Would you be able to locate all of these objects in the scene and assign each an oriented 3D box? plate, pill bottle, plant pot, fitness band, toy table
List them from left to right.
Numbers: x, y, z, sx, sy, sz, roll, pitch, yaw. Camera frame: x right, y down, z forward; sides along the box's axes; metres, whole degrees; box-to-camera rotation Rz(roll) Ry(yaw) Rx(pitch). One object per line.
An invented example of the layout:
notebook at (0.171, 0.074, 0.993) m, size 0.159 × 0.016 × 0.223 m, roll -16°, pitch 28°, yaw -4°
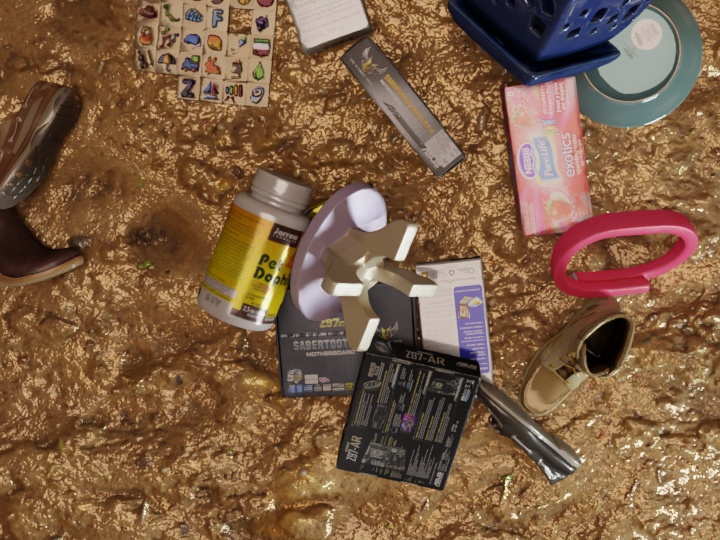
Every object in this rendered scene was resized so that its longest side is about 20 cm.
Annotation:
pill bottle at (-0.134, -0.029, 1.309) m, size 0.109 × 0.109 × 0.200 m, roll 22°, pitch 98°, yaw 2°
toy table at (0.000, 0.000, 1.284) m, size 0.117 × 0.184 × 0.200 m, roll 40°, pitch 128°, yaw 41°
plant pot at (0.237, -0.351, 1.230) m, size 0.200 × 0.200 × 0.180 m, roll 48°, pitch 141°, yaw 27°
fitness band at (0.349, -0.023, 1.320) m, size 0.200 × 0.037 × 0.144 m, roll -5°, pitch 140°, yaw -11°
plate at (0.364, -0.295, 1.344) m, size 0.200 × 0.026 × 0.201 m, roll 1°, pitch 96°, yaw 6°

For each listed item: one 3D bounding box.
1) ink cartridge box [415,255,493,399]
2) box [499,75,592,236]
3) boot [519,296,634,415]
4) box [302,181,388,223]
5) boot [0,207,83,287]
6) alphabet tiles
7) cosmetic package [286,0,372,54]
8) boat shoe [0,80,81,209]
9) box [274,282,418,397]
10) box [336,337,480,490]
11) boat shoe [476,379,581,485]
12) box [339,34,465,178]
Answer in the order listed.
ink cartridge box at (0.133, 0.084, 1.402) m, size 0.094 × 0.037 × 0.200 m, roll -6°, pitch 94°, yaw 5°
box at (0.248, -0.153, 1.327) m, size 0.094 × 0.103 × 0.200 m, roll -8°, pitch 99°, yaw 6°
boot at (0.289, 0.127, 1.332) m, size 0.073 × 0.155 × 0.200 m, roll 40°, pitch 99°, yaw -1°
box at (-0.064, -0.055, 1.388) m, size 0.200 × 0.064 × 0.070 m, roll -23°, pitch 94°, yaw 8°
boot at (-0.506, -0.061, 1.419) m, size 0.200 × 0.072 × 0.167 m, roll -9°, pitch 98°, yaw 9°
alphabet tiles at (-0.221, -0.323, 1.399) m, size 0.200 × 0.008 × 0.168 m, roll 6°, pitch 97°, yaw 4°
cosmetic package at (-0.061, -0.405, 1.343) m, size 0.101 × 0.074 × 0.200 m, roll -19°, pitch 96°, yaw 6°
boat shoe at (-0.472, -0.179, 1.397) m, size 0.072 × 0.076 × 0.200 m, roll 27°, pitch 77°, yaw 11°
box at (-0.018, 0.096, 1.407) m, size 0.199 × 0.051 × 0.158 m, roll -3°, pitch 96°, yaw 4°
box at (0.064, 0.202, 1.377) m, size 0.160 × 0.044 × 0.200 m, roll 12°, pitch 116°, yaw -3°
boat shoe at (0.223, 0.231, 1.380) m, size 0.200 × 0.067 × 0.057 m, roll 39°, pitch 101°, yaw -17°
box at (0.061, -0.214, 1.312) m, size 0.048 × 0.158 × 0.200 m, roll -39°, pitch 92°, yaw 10°
